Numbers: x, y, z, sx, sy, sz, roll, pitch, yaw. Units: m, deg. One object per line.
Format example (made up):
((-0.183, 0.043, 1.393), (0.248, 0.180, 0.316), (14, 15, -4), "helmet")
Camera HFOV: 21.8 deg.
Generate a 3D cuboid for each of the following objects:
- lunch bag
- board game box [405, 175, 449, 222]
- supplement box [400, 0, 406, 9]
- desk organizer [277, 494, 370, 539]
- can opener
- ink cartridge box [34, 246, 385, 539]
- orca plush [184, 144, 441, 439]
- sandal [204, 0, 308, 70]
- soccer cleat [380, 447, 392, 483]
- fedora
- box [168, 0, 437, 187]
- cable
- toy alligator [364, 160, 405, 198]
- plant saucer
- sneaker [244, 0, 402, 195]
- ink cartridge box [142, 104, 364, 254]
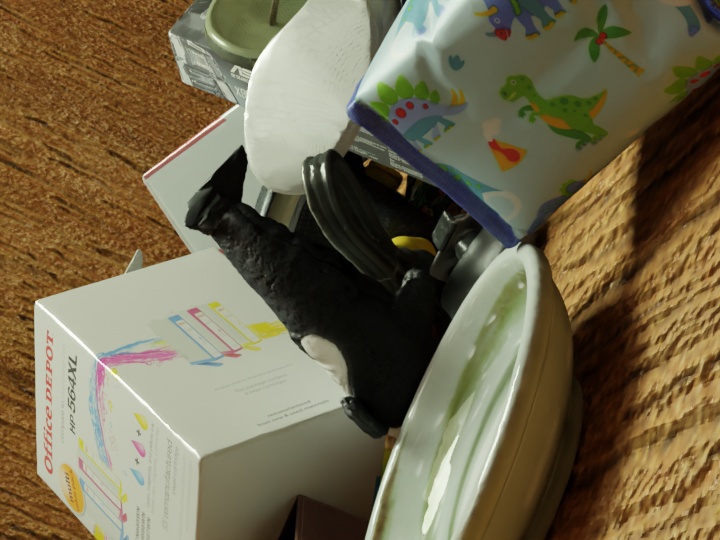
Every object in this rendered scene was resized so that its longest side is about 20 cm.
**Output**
((0.101, -0.141, 0.850), (0.170, 0.127, 0.200), (-42, 12, 40), "lunch bag")
((0.079, -0.121, 1.356), (0.105, 0.023, 0.201), (-87, 20, -60), "board game box")
((0.095, -0.215, 1.071), (0.110, 0.108, 0.201), (85, -163, -51), "supplement box")
((-0.010, 0.191, 0.907), (0.200, 0.077, 0.072), (-91, 24, -70), "desk organizer")
((0.097, -0.060, 1.016), (0.067, 0.052, 0.201), (52, 130, 40), "can opener")
((-0.096, 0.087, 1.062), (0.200, 0.125, 0.129), (36, 132, 41), "ink cartridge box")
((0.005, 0.011, 0.958), (0.071, 0.200, 0.105), (-38, 6, 20), "orca plush")
((-0.025, -0.196, 1.122), (0.201, 0.080, 0.057), (-50, -28, -25), "sandal")
((-0.015, 0.129, 1.175), (0.084, 0.065, 0.200), (-53, 4, -26), "soccer cleat")
((0.000, 0.000, 1.189), (0.200, 0.091, 0.202), (11, -90, -71), "fedora")
((0.007, -0.151, 1.153), (0.158, 0.199, 0.050), (-53, -27, -27), "box")
((0.008, 0.005, 1.050), (0.200, 0.050, 0.098), (33, -129, -57), "cable")
((0.018, -0.050, 1.473), (0.059, 0.054, 0.200), (-61, -1, 12), "toy alligator")
((0.056, 0.088, 0.844), (0.200, 0.050, 0.201), (-158, 90, -81), "plant saucer")
((-0.002, -0.130, 1.063), (0.088, 0.075, 0.201), (37, -111, -63), "sneaker")
((-0.053, -0.090, 1.368), (0.145, 0.084, 0.200), (-35, 1, 18), "ink cartridge box")
